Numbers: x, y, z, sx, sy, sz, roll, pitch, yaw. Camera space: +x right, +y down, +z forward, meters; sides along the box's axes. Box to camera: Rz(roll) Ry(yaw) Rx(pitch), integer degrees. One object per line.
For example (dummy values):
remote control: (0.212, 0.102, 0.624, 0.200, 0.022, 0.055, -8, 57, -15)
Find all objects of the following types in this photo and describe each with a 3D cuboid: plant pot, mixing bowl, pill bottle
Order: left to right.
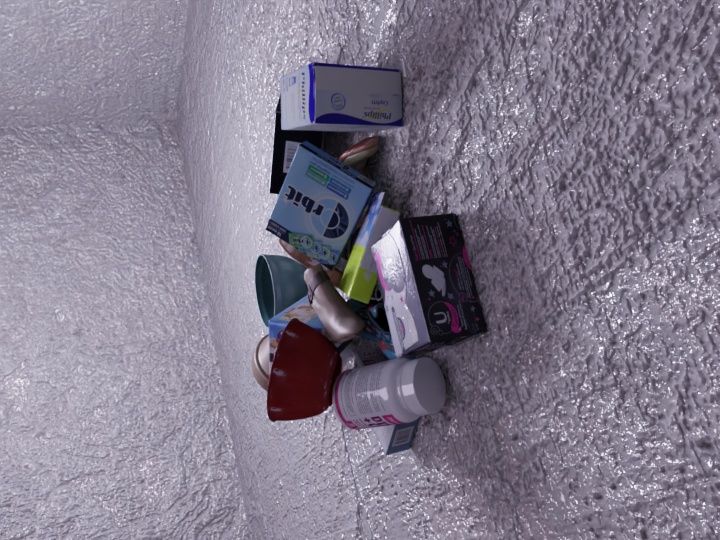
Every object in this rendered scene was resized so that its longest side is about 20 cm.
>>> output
plant pot: (-0.205, 0.050, 1.687, 0.200, 0.132, 0.205, 174, 90, -67)
plant pot: (-0.173, 0.204, 1.597, 0.176, 0.197, 0.202, -63, 39, 37)
mixing bowl: (-0.098, 0.204, 1.179, 0.200, 0.106, 0.205, 11, -90, -80)
pill bottle: (0.051, 0.223, 1.111, 0.198, 0.112, 0.116, -21, 75, 41)

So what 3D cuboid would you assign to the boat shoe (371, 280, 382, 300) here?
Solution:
boat shoe: (0.056, 0.022, 1.172, 0.199, 0.067, 0.075, 170, 93, -66)

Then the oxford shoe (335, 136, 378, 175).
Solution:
oxford shoe: (-0.007, -0.223, 1.285, 0.075, 0.070, 0.199, 57, 155, -7)

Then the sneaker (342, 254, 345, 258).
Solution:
sneaker: (-0.077, -0.048, 1.456, 0.088, 0.080, 0.204, -131, 48, -58)

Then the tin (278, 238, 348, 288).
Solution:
tin: (-0.089, -0.026, 1.346, 0.042, 0.198, 0.112, -53, 9, 20)

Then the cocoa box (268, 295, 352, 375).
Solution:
cocoa box: (-0.108, 0.152, 1.381, 0.200, 0.131, 0.134, -34, -52, -66)

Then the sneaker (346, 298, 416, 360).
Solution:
sneaker: (0.039, 0.090, 1.184, 0.199, 0.079, 0.097, 32, 141, 41)

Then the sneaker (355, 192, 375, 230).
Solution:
sneaker: (-0.056, -0.151, 1.294, 0.198, 0.076, 0.106, 29, 144, 13)

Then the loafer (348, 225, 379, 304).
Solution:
loafer: (0.000, 0.000, 1.286, 0.071, 0.072, 0.204, -146, 55, -60)

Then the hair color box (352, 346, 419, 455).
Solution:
hair color box: (0.045, 0.266, 1.262, 0.201, 0.059, 0.100, -123, 36, -45)

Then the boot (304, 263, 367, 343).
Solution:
boot: (-0.059, 0.058, 1.174, 0.148, 0.069, 0.200, 65, 161, -3)

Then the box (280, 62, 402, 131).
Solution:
box: (-0.042, -0.326, 1.173, 0.199, 0.180, 0.107, -160, 68, -63)

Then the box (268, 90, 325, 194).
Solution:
box: (-0.142, -0.303, 1.415, 0.202, 0.115, 0.200, -91, 10, -55)

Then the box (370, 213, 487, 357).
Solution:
box: (0.105, 0.027, 1.004, 0.132, 0.113, 0.204, 140, 121, -61)

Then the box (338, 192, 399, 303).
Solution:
box: (0.018, -0.046, 1.171, 0.122, 0.047, 0.204, -155, 85, -78)

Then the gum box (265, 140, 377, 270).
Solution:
gum box: (-0.083, -0.128, 1.229, 0.202, 0.168, 0.045, -62, -5, 28)
